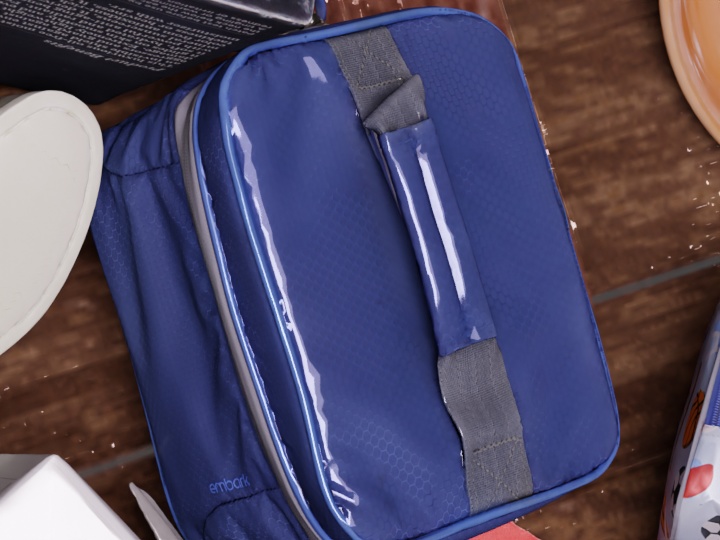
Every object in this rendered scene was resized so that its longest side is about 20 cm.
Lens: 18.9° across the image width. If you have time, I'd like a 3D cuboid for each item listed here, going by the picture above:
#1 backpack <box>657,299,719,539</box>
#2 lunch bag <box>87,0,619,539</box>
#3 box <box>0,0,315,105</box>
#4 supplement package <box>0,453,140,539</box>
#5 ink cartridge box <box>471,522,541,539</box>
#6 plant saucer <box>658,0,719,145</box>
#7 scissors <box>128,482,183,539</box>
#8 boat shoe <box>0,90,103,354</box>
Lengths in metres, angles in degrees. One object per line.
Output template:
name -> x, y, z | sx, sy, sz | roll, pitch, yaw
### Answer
backpack -> 0.195, 0.061, 0.808 | 0.154, 0.200, 0.191 | 25, 73, 8
lunch bag -> 0.000, 0.000, 0.759 | 0.135, 0.132, 0.201 | -17, 90, -34
box -> -0.090, -0.174, 0.723 | 0.123, 0.198, 0.201 | 13, 82, -25
supplement package -> -0.114, 0.134, 0.698 | 0.114, 0.200, 0.110 | -43, 97, -14
ink cartridge box -> 0.046, 0.201, 0.818 | 0.161, 0.050, 0.201 | 31, 80, -12
plant saucer -> 0.215, -0.121, 0.857 | 0.199, 0.037, 0.201 | 0, 114, 0
scissors -> -0.029, 0.166, 0.773 | 0.200, 0.014, 0.073 | 45, 62, -6
boat shoe -> -0.164, 0.019, 0.749 | 0.072, 0.060, 0.202 | 40, 79, -40
